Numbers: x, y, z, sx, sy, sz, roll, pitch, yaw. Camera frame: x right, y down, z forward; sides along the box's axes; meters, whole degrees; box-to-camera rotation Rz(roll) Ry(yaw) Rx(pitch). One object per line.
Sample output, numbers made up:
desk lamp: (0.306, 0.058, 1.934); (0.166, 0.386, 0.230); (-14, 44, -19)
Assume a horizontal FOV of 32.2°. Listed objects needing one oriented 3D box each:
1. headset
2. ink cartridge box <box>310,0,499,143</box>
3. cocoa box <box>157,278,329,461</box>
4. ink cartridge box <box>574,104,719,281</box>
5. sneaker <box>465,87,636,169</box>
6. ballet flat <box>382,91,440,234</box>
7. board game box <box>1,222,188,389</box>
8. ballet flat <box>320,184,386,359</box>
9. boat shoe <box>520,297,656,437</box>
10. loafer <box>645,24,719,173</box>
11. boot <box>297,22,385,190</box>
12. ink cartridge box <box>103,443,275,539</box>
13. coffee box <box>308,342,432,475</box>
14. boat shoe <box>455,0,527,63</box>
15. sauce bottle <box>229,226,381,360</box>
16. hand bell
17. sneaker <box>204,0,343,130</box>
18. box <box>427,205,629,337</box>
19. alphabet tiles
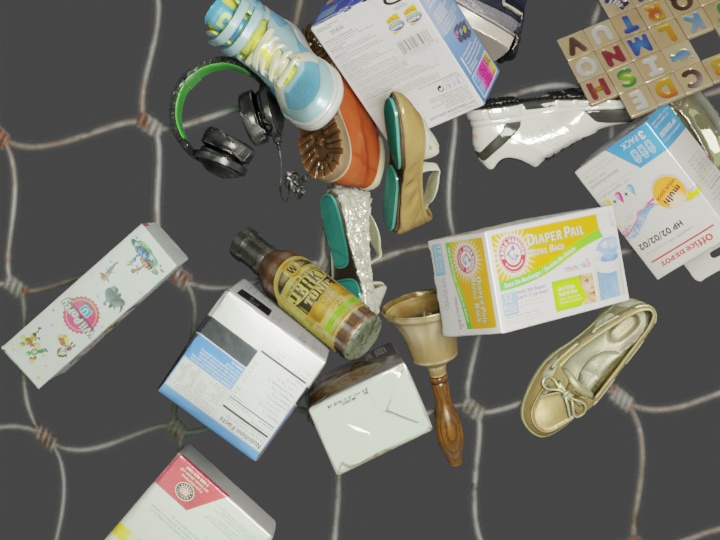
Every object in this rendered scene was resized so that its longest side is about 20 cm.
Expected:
headset: (-0.134, -0.156, 1.415); (0.123, 0.094, 0.200); (-44, 81, 1)
ink cartridge box: (0.041, -0.255, 1.365); (0.135, 0.077, 0.201); (-19, 121, 34)
cocoa box: (-0.122, 0.103, 1.369); (0.133, 0.200, 0.132); (36, 92, -2)
ink cartridge box: (0.354, -0.073, 1.417); (0.201, 0.068, 0.115); (51, 134, -2)
sneaker: (0.222, -0.165, 1.445); (0.197, 0.074, 0.081); (-7, 106, 3)
ballet flat: (0.058, -0.124, 1.394); (0.062, 0.201, 0.069); (-12, 51, -10)
board game box: (-0.290, 0.035, 1.389); (0.200, 0.148, 0.064); (-43, 93, -1)
ballet flat: (0.000, 0.000, 1.441); (0.071, 0.072, 0.203); (-6, 94, -1)
boat shoe: (0.264, 0.113, 1.449); (0.200, 0.063, 0.073); (-43, 92, 0)
loafer: (0.365, -0.183, 1.444); (0.069, 0.075, 0.202); (-27, 83, 3)
boot: (-0.027, -0.184, 1.432); (0.075, 0.107, 0.202); (-23, 66, 33)
ink cartridge box: (-0.215, 0.325, 1.432); (0.145, 0.083, 0.200); (42, 90, -2)
coffee box: (0.007, 0.147, 1.374); (0.113, 0.200, 0.080); (-24, 93, 0)
boat shoe: (0.102, -0.322, 1.421); (0.199, 0.075, 0.094); (29, 70, -16)
sauce bottle: (-0.067, 0.022, 1.407); (0.199, 0.065, 0.065); (35, 91, 23)
hand bell: (0.093, 0.131, 1.448); (0.103, 0.104, 0.202); (-12, 105, -1)
sneaker: (-0.103, -0.232, 1.349); (0.130, 0.200, 0.080); (29, 106, -40)
box: (0.186, 0.000, 1.380); (0.198, 0.101, 0.114); (-13, 93, -35)
alphabet tiles: (0.332, -0.261, 1.413); (0.198, 0.008, 0.168); (-22, 61, 1)
